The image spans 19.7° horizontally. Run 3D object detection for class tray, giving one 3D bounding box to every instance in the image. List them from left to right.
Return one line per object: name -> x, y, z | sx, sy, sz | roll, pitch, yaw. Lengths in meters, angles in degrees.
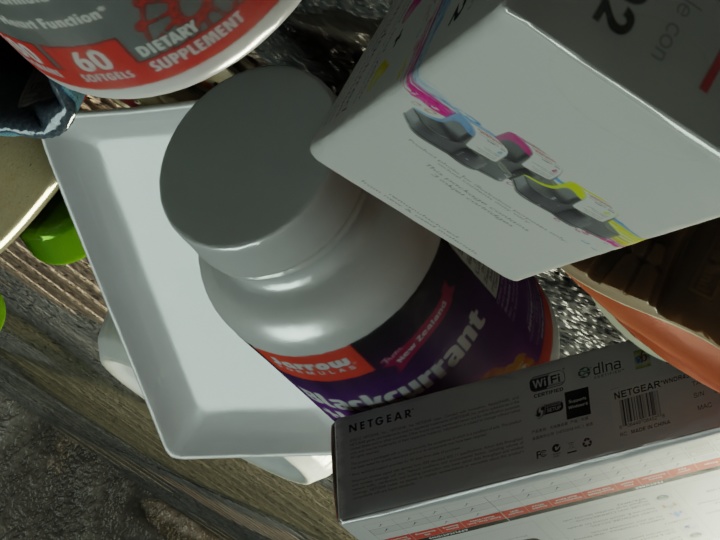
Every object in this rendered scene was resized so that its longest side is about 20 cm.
tray -> -0.071, 0.005, 0.974 | 0.106, 0.022, 0.201 | -3, 124, 23

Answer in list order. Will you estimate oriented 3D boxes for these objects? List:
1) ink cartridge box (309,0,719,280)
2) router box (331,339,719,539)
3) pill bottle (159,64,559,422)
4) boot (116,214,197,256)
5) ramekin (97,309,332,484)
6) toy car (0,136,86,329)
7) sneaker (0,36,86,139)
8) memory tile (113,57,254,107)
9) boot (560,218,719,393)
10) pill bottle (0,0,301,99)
ink cartridge box -> 0.064, -0.071, 0.440 | 0.068, 0.116, 0.200 | 31, 167, -10
router box -> 0.113, 0.097, 0.892 | 0.198, 0.049, 0.180 | -16, 146, 20
pill bottle -> 0.000, 0.000, 0.879 | 0.111, 0.112, 0.200 | 21, 165, 37
boot -> -0.045, -0.005, 1.066 | 0.199, 0.073, 0.155 | 27, 171, -4
ramekin -> -0.077, 0.057, 1.325 | 0.201, 0.095, 0.202 | 29, 168, 7
toy car -> -0.258, -0.078, 1.133 | 0.200, 0.158, 0.165 | 35, 162, 41
sneaker -> -0.111, -0.082, 0.687 | 0.199, 0.079, 0.096 | -9, -115, -46
memory tile -> -0.114, -0.113, 0.925 | 0.153, 0.017, 0.200 | 19, 163, 43
boot -> 0.150, 0.021, 0.725 | 0.199, 0.075, 0.107 | 35, 173, 19
pill bottle -> -0.094, -0.141, 0.532 | 0.115, 0.116, 0.200 | 21, 165, 36
